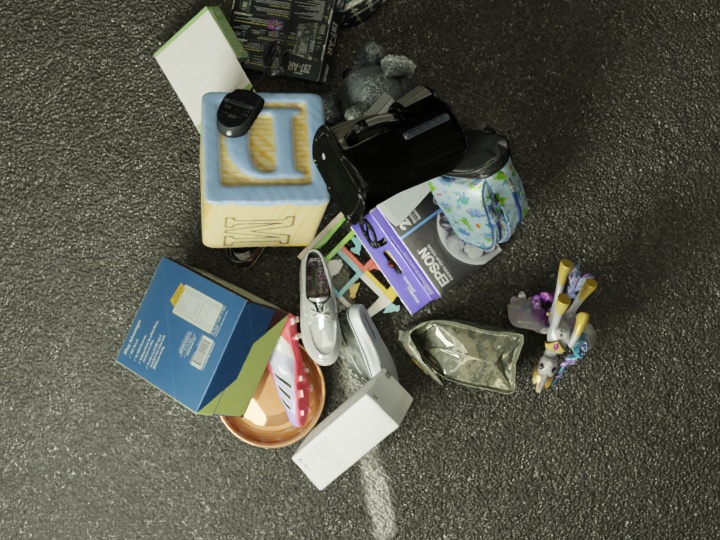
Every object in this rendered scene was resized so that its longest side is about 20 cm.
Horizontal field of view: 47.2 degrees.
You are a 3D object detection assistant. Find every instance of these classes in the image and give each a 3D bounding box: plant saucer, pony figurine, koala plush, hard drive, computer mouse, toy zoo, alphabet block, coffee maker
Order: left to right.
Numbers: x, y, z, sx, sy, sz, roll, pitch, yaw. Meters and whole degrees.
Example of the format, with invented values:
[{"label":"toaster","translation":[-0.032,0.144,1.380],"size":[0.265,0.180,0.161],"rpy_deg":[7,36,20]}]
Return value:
[{"label":"computer mouse","translation":[-0.162,-0.278,1.271],"size":[0.058,0.034,0.201],"rpy_deg":[21,63,14]},{"label":"alphabet block","translation":[-0.163,-0.160,1.351],"size":[0.195,0.200,0.197],"rpy_deg":[0,71,-12]},{"label":"plant saucer","translation":[-0.161,0.215,1.480],"size":[0.198,0.037,0.202],"rpy_deg":[0,90,-1]},{"label":"toy zoo","translation":[0.000,0.000,1.490],"size":[0.200,0.020,0.131],"rpy_deg":[45,89,-1]},{"label":"koala plush","translation":[0.028,-0.292,1.402],"size":[0.184,0.200,0.178],"rpy_deg":[41,89,0]},{"label":"hard drive","translation":[0.051,-0.178,1.366],"size":[0.132,0.026,0.200],"rpy_deg":[-48,135,-2]},{"label":"coffee maker","translation":[0.053,-0.159,1.242],"size":[0.199,0.134,0.193],"rpy_deg":[-26,101,-21]},{"label":"pony figurine","translation":[0.335,0.086,1.398],"size":[0.165,0.194,0.201],"rpy_deg":[16,128,5]}]

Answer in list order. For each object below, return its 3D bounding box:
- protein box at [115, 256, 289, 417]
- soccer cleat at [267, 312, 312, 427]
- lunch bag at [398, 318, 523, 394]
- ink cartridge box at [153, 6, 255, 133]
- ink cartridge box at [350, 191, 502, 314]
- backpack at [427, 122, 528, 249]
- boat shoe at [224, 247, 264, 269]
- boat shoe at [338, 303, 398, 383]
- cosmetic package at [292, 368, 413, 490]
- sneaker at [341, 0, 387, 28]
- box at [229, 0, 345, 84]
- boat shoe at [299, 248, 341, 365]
[{"label":"protein box","translation":[-0.266,0.113,1.391],"size":[0.199,0.135,0.200],"rpy_deg":[24,90,30]},{"label":"soccer cleat","translation":[-0.133,0.172,1.436],"size":[0.076,0.067,0.202],"rpy_deg":[-8,89,14]},{"label":"lunch bag","translation":[0.164,0.140,1.420],"size":[0.198,0.164,0.119],"rpy_deg":[12,87,0]},{"label":"ink cartridge box","translation":[-0.258,-0.336,1.447],"size":[0.145,0.048,0.201],"rpy_deg":[-31,91,28]},{"label":"ink cartridge box","translation":[0.117,-0.058,1.470],"size":[0.199,0.043,0.199],"rpy_deg":[-36,90,-8]},{"label":"backpack","translation":[0.199,-0.132,1.380],"size":[0.162,0.200,0.155],"rpy_deg":[18,77,39]},{"label":"boat shoe","translation":[-0.178,-0.098,1.466],"size":[0.073,0.063,0.203],"rpy_deg":[25,83,2]},{"label":"boat shoe","translation":[0.009,0.158,1.473],"size":[0.070,0.072,0.201],"rpy_deg":[-20,94,24]},{"label":"cosmetic package","translation":[-0.013,0.270,1.411],"size":[0.081,0.113,0.200],"rpy_deg":[47,116,-1]},{"label":"sneaker","translation":[-0.040,-0.479,1.468],"size":[0.198,0.078,0.080],"rpy_deg":[-19,81,-1]},{"label":"box","translation":[-0.134,-0.420,1.434],"size":[0.199,0.043,0.162],"rpy_deg":[15,98,22]},{"label":"boat shoe","translation":[-0.070,0.060,1.419],"size":[0.071,0.069,0.202],"rpy_deg":[-1,71,-2]}]
